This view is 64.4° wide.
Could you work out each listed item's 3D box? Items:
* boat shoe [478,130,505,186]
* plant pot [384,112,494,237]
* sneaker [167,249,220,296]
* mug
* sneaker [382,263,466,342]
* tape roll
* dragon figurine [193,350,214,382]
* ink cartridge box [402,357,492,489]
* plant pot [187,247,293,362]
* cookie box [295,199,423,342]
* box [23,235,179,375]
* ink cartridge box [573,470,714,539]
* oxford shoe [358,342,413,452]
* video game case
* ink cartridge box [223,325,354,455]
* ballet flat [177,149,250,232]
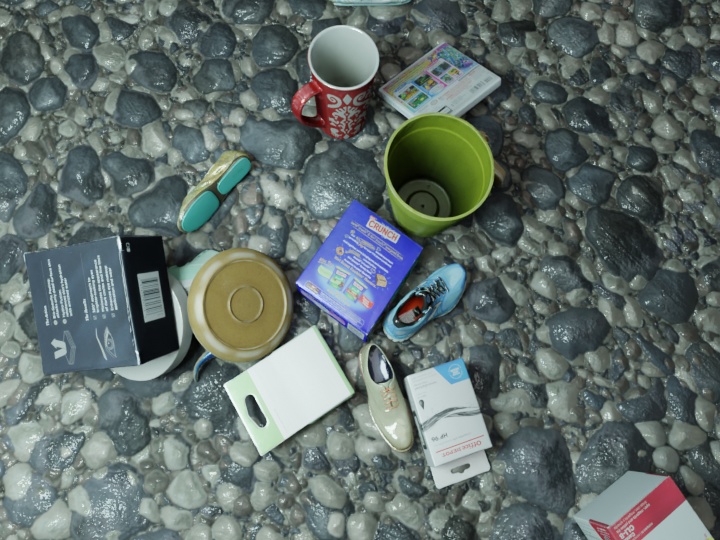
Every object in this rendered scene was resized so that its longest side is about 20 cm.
[{"bbox_3d":[0.232,-0.261,1.183,0.200,0.074,0.069,44,82,9],"label":"boat shoe"},{"bbox_3d":[0.132,-0.155,1.085,0.194,0.193,0.207,1,73,-3],"label":"plant pot"},{"bbox_3d":[-0.335,0.014,1.086,0.194,0.075,0.119,-1,36,17],"label":"sneaker"},{"bbox_3d":[-0.056,-0.355,1.126,0.172,0.200,0.137,-11,75,-6],"label":"mug"},{"bbox_3d":[0.131,0.058,1.079,0.199,0.090,0.079,-40,80,-14],"label":"sneaker"},{"bbox_3d":[-0.391,0.093,1.020,0.197,0.037,0.210,1,95,17],"label":"tape roll"},{"bbox_3d":[-0.232,0.123,1.054,0.097,0.059,0.204,24,73,4],"label":"dragon figurine"},{"bbox_3d":[0.161,0.276,1.031,0.113,0.068,0.205,-16,76,-7],"label":"ink cartridge box"},{"bbox_3d":[-0.206,0.061,1.016,0.195,0.027,0.207,3,84,-27],"label":"plant pot"},{"bbox_3d":[0.000,0.000,1.094,0.169,0.075,0.202,34,75,7],"label":"cookie box"},{"bbox_3d":[-0.426,0.054,0.948,0.194,0.117,0.203,-7,93,16],"label":"box"},{"bbox_3d":[0.493,0.470,0.957,0.143,0.146,0.202,-31,78,-11],"label":"ink cartridge box"},{"bbox_3d":[0.044,0.229,1.034,0.069,0.074,0.204,-21,77,-9],"label":"oxford shoe"},{"bbox_3d":[0.166,-0.388,1.211,0.199,0.024,0.182,-38,59,-12],"label":"video game case"},{"bbox_3d":[-0.127,0.216,1.041,0.197,0.048,0.147,-32,78,-11],"label":"ink cartridge box"},{"bbox_3d":[-0.299,-0.162,1.133,0.070,0.071,0.201,37,76,7],"label":"ballet flat"}]
